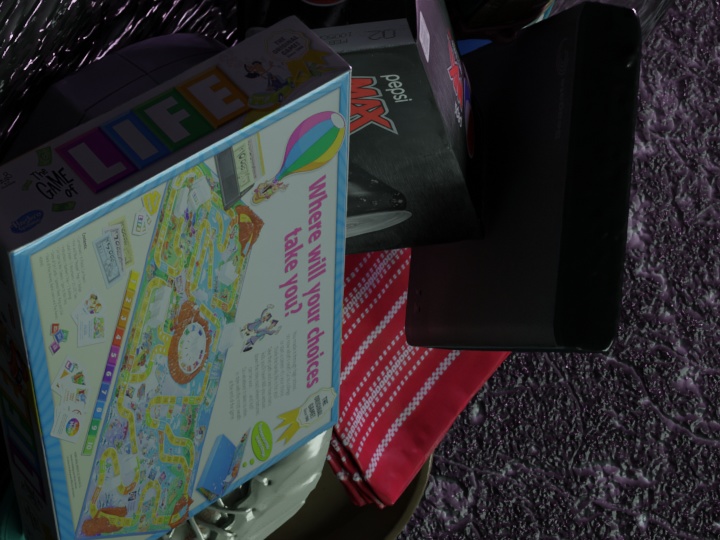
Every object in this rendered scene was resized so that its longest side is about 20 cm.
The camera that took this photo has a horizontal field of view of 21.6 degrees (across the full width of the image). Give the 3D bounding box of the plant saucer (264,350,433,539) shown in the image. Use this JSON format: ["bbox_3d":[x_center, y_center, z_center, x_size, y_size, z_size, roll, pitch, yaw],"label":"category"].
[{"bbox_3d":[-0.060,0.091,0.997,0.201,0.199,0.030,-55,-158,21],"label":"plant saucer"}]

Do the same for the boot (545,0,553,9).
[{"bbox_3d":[0.083,-0.202,0.915,0.107,0.075,0.201,-35,153,-59],"label":"boot"}]

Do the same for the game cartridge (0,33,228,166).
[{"bbox_3d":[-0.093,-0.029,0.728,0.133,0.041,0.200,-50,174,16],"label":"game cartridge"}]

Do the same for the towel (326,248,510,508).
[{"bbox_3d":[0.000,0.000,0.931,0.022,0.201,0.145,-1,-143,47],"label":"towel"}]

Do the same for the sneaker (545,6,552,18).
[{"bbox_3d":[0.132,-0.202,1.179,0.078,0.079,0.200,-48,173,-32],"label":"sneaker"}]

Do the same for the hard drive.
[{"bbox_3d":[0.069,-0.034,0.848,0.200,0.033,0.141,173,-77,-74],"label":"hard drive"}]

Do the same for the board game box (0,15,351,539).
[{"bbox_3d":[-0.067,0.019,0.678,0.134,0.034,0.201,-30,147,-25],"label":"board game box"}]

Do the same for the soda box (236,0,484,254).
[{"bbox_3d":[0.004,-0.071,0.753,0.200,0.070,0.064,61,25,-67],"label":"soda box"}]

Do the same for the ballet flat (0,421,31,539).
[{"bbox_3d":[-0.128,0.068,0.816,0.200,0.068,0.069,-49,137,-54],"label":"ballet flat"}]

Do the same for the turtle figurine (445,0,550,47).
[{"bbox_3d":[0.038,-0.140,0.803,0.149,0.101,0.200,-36,175,-33],"label":"turtle figurine"}]

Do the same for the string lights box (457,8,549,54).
[{"bbox_3d":[0.065,-0.143,1.116,0.103,0.059,0.200,-50,173,-32],"label":"string lights box"}]

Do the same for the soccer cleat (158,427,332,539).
[{"bbox_3d":[-0.078,0.113,0.841,0.200,0.069,0.078,-50,179,32],"label":"soccer cleat"}]
